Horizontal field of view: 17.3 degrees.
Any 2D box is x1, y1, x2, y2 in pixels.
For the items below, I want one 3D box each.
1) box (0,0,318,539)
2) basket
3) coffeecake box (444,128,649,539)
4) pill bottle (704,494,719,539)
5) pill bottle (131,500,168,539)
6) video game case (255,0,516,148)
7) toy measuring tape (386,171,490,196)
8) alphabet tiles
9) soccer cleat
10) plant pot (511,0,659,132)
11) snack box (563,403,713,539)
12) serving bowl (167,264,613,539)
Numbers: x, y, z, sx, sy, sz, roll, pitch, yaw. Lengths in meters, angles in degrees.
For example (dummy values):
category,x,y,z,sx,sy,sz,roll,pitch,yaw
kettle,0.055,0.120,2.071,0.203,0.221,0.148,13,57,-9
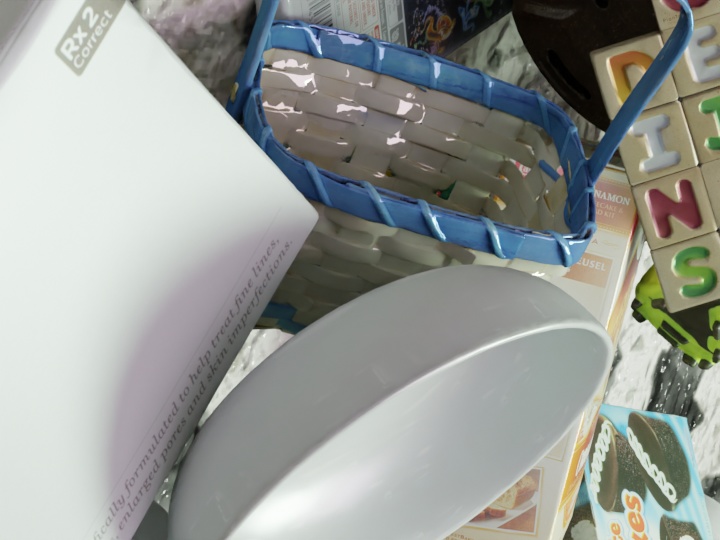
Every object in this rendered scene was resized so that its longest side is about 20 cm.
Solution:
category,x,y,z,sx,sy,sz,roll,pitch,yaw
box,-0.149,-0.002,0.862,0.199,0.131,0.200,-60,145,-13
basket,0.024,-0.063,1.003,0.176,0.139,0.200,18,125,-17
coffeecake box,0.091,0.035,1.187,0.154,0.073,0.200,-27,131,-78
pill bottle,0.152,0.221,1.411,0.200,0.111,0.111,-41,137,-35
pill bottle,-0.156,0.177,0.964,0.200,0.111,0.111,-45,139,-31
video game case,0.013,-0.180,1.091,0.182,0.023,0.200,-37,133,-38
toy measuring tape,0.000,0.000,1.119,0.200,0.073,0.074,-35,133,-40
alphabet tiles,0.202,-0.064,1.078,0.006,0.166,0.200,-87,159,-69
soccer cleat,0.188,-0.010,1.207,0.084,0.065,0.200,-49,167,-18
plant pot,0.187,-0.170,1.178,0.198,0.200,0.201,-36,134,-38
snack box,0.158,0.176,1.323,0.116,0.037,0.200,12,61,-46
serving bowl,0.002,0.061,0.948,0.200,0.066,0.200,-30,158,-13
